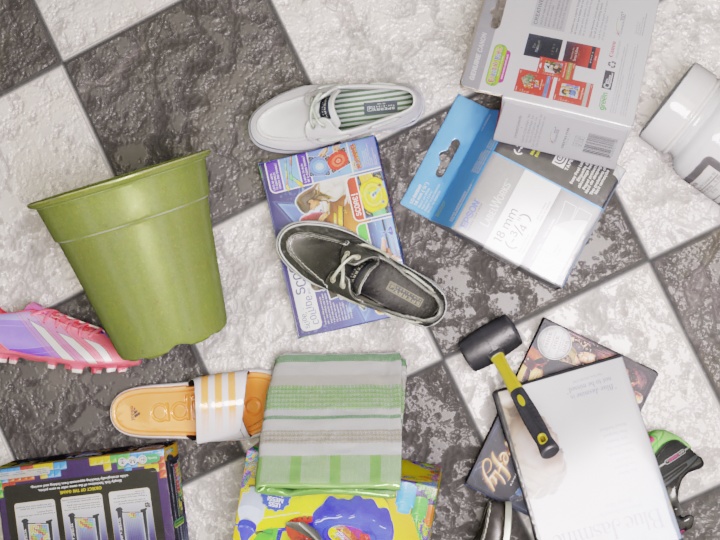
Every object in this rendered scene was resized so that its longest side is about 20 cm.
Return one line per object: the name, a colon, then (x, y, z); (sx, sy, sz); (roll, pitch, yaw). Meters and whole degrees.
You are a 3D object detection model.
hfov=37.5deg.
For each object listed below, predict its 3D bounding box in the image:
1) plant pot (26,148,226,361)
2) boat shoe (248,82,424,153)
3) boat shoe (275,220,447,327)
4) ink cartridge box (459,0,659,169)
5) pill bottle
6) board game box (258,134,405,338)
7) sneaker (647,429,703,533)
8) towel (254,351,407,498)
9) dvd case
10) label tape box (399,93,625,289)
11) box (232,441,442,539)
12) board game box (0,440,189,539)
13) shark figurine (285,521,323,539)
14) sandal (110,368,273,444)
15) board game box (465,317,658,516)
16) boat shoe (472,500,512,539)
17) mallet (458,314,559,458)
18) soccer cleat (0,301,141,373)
plant pot: (-0.229, -0.011, 1.138); (0.199, 0.200, 0.191); (-15, 100, 6)
boat shoe: (-0.031, -0.178, 1.163); (0.199, 0.067, 0.074); (-13, 87, 6)
boat shoe: (0.000, 0.000, 1.121); (0.200, 0.064, 0.071); (23, 92, 7)
ink cartridge box: (0.204, -0.228, 1.096); (0.175, 0.084, 0.200); (15, 67, 7)
pill bottle: (0.397, -0.118, 1.092); (0.200, 0.113, 0.113); (38, 93, 5)
board game box: (-0.026, -0.036, 1.175); (0.135, 0.034, 0.201); (-13, 87, 7)
sneaker: (0.302, 0.269, 1.113); (0.084, 0.077, 0.200); (23, 92, 10)
towel: (-0.028, 0.158, 1.101); (0.149, 0.200, 0.031); (-1, 126, 4)
dvd case: (0.232, 0.201, 1.095); (0.142, 0.018, 0.201); (-17, 75, 6)
label tape box: (0.160, -0.088, 1.142); (0.200, 0.063, 0.144); (28, 91, 6)
box: (-0.028, 0.293, 1.127); (0.199, 0.122, 0.193); (9, 91, 7)
board game box: (-0.296, 0.287, 1.190); (0.199, 0.057, 0.166); (-7, 90, 6)
shark figurine: (-0.058, 0.354, 1.027); (0.128, 0.089, 0.215); (27, 97, 4)
sandal: (-0.184, 0.158, 1.177); (0.206, 0.059, 0.079); (-8, 88, 6)
board game box: (0.216, 0.169, 1.145); (0.135, 0.035, 0.200); (25, 92, 6)
boat shoe: (0.115, 0.336, 1.128); (0.060, 0.072, 0.202); (14, 99, 7)
mallet: (0.167, 0.115, 1.088); (0.066, 0.200, 0.041); (-37, 124, 1)
soccer cleat: (-0.343, 0.073, 1.197); (0.199, 0.067, 0.077); (5, 85, 9)
